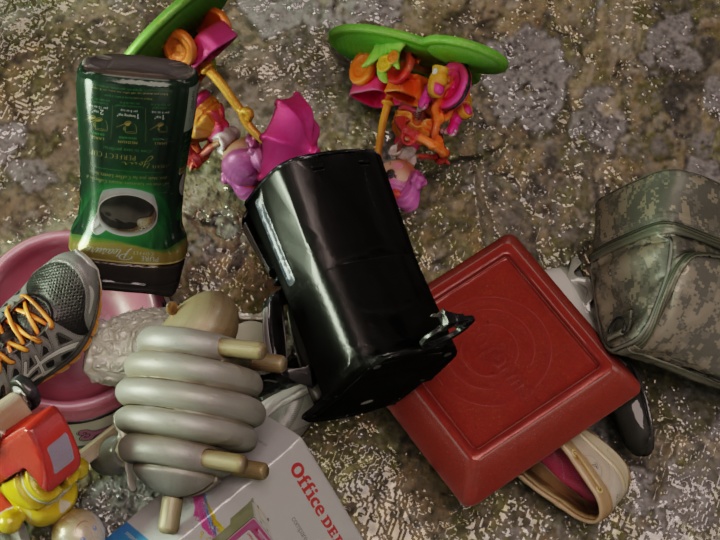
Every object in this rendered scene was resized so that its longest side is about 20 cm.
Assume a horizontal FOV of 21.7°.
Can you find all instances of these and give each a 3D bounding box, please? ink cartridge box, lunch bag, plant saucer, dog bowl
[{"bbox_3d":[-0.107,0.242,1.586,0.200,0.084,0.145,-39,117,-19],"label":"ink cartridge box"},{"bbox_3d":[0.310,0.023,1.695,0.199,0.139,0.169,21,67,-27],"label":"lunch bag"},{"bbox_3d":[0.116,0.077,1.665,0.199,0.037,0.200,-31,65,-16],"label":"plant saucer"},{"bbox_3d":[-0.260,0.053,1.670,0.198,0.074,0.202,2,72,-6],"label":"dog bowl"}]

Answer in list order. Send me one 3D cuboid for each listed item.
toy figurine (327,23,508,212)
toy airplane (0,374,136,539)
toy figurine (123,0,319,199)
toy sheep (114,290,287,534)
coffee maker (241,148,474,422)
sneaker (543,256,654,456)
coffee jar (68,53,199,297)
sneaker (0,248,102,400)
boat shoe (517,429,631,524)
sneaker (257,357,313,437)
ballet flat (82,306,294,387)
[{"bbox_3d":[0.035,-0.114,1.724,0.149,0.199,0.186,22,79,-40],"label":"toy figurine"},{"bbox_3d":[-0.272,0.195,1.557,0.141,0.199,0.200,41,98,12],"label":"toy airplane"},{"bbox_3d":[-0.124,-0.133,1.693,0.184,0.200,0.150,47,44,3],"label":"toy figurine"},{"bbox_3d":[-0.137,0.114,1.526,0.136,0.138,0.202,12,76,-3],"label":"toy sheep"},{"bbox_3d":[0.000,0.000,1.590,0.191,0.134,0.202,-31,70,29],"label":"coffee maker"},{"bbox_3d":[0.200,0.091,1.719,0.088,0.074,0.201,-20,65,-12],"label":"sneaker"},{"bbox_3d":[-0.194,-0.078,1.595,0.103,0.085,0.202,5,109,-3],"label":"coffee jar"},{"bbox_3d":[-0.291,0.066,1.567,0.078,0.077,0.200,41,97,17],"label":"sneaker"},{"bbox_3d":[0.151,0.152,1.678,0.199,0.074,0.069,35,36,5],"label":"boat shoe"},{"bbox_3d":[-0.082,0.142,1.673,0.199,0.074,0.080,-35,110,-23],"label":"sneaker"},{"bbox_3d":[-0.142,0.060,1.625,0.198,0.072,0.072,-4,70,-32],"label":"ballet flat"}]
